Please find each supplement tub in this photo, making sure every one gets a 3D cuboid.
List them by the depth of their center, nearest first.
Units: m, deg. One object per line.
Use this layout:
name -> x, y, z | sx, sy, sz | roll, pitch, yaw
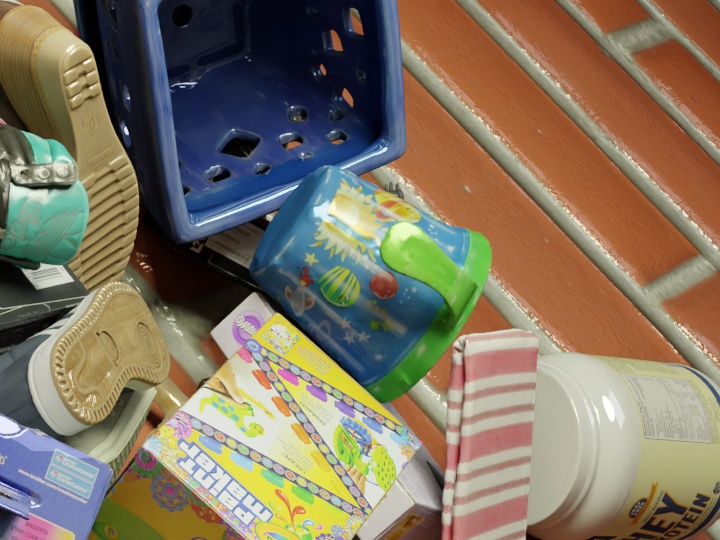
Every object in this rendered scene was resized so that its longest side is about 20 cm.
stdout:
supplement tub -> 0.188, 0.139, 1.625 | 0.199, 0.145, 0.145 | 7, 42, -44

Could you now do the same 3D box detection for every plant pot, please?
plant pot -> -0.098, -0.167, 1.484 | 0.199, 0.201, 0.180 | -22, 36, -24

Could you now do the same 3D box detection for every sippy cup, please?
sippy cup -> 0.000, 0.000, 1.432 | 0.130, 0.178, 0.140 | 35, 37, -15

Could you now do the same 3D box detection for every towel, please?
towel -> 0.084, 0.141, 1.447 | 0.030, 0.202, 0.146 | 4, 1, 21

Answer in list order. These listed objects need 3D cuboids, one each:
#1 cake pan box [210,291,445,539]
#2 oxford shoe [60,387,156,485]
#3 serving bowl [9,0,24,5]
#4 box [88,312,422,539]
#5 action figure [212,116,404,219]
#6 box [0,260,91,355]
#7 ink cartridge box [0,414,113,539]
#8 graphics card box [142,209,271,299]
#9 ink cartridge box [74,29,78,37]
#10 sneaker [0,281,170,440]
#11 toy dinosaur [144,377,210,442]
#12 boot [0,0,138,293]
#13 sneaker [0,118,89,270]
cake pan box -> -0.008, 0.111, 1.466 | 0.200, 0.052, 0.184 | 52, 5, 19
oxford shoe -> -0.182, 0.121, 1.300 | 0.057, 0.076, 0.200 | 26, 28, -1
serving bowl -> -0.283, -0.166, 1.524 | 0.199, 0.066, 0.200 | 22, 17, -7
box -> -0.093, 0.162, 1.209 | 0.122, 0.200, 0.193 | 41, 29, 2
action figure -> -0.065, -0.086, 1.668 | 0.200, 0.119, 0.102 | 37, 11, -28
box -> -0.290, -0.008, 1.307 | 0.200, 0.115, 0.132 | 50, 29, 15
ink cartridge box -> -0.223, 0.121, 1.110 | 0.136, 0.200, 0.077 | 28, 62, -18
graphics card box -> -0.061, -0.004, 1.585 | 0.199, 0.051, 0.125 | 27, 3, -20
ink cartridge box -> -0.114, -0.235, 1.738 | 0.145, 0.200, 0.145 | 40, 29, 2
sneaker -> -0.189, 0.068, 1.260 | 0.070, 0.108, 0.200 | 62, 15, -4
toy dinosaur -> -0.097, 0.135, 1.413 | 0.101, 0.058, 0.201 | -6, 58, -37
boot -> -0.226, -0.085, 1.371 | 0.166, 0.201, 0.072 | 22, 36, 38
sneaker -> -0.221, -0.028, 1.219 | 0.120, 0.084, 0.201 | 20, 32, -16
